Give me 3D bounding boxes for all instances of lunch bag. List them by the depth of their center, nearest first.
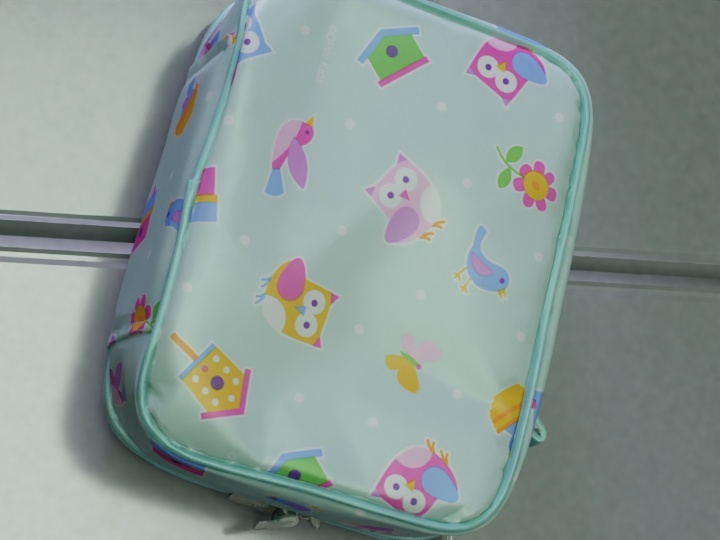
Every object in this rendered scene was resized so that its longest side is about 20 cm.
[{"bbox_3d":[0.000,0.000,0.915,0.160,0.077,0.201,18,76,-16],"label":"lunch bag"}]
